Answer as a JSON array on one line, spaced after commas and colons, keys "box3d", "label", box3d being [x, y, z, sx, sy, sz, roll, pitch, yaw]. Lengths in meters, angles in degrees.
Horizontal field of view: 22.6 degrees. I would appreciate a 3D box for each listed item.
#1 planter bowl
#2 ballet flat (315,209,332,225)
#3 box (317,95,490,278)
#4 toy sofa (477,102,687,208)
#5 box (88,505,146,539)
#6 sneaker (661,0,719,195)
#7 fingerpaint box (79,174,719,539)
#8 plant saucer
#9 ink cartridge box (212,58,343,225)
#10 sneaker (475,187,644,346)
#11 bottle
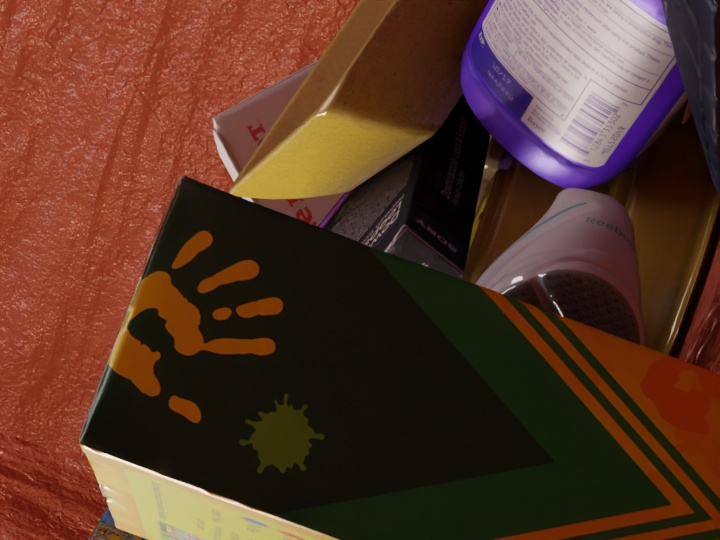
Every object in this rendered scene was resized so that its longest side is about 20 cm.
[{"box3d": [0.078, 0.014, 0.760, 0.200, 0.083, 0.202, -159, 90, -90], "label": "planter bowl"}, {"box3d": [-0.011, 0.017, 0.967, 0.200, 0.073, 0.073, -45, 13, 33], "label": "ballet flat"}, {"box3d": [0.000, 0.000, 0.795, 0.143, 0.036, 0.200, -50, 8, 25], "label": "box"}, {"box3d": [0.098, -0.042, 0.904, 0.200, 0.082, 0.098, 107, -177, -66], "label": "toy sofa"}, {"box3d": [-0.054, 0.191, 1.026, 0.193, 0.199, 0.123, -66, -2, -69], "label": "box"}, {"box3d": [0.134, -0.099, 0.534, 0.201, 0.082, 0.074, 85, 175, -48], "label": "sneaker"}, {"box3d": [0.016, 0.057, 0.506, 0.200, 0.166, 0.074, 108, -178, -76], "label": "fingerpaint box"}, {"box3d": [0.031, -0.115, 0.797, 0.201, 0.048, 0.200, -56, 8, -14], "label": "plant saucer"}, {"box3d": [0.029, -0.067, 1.089, 0.199, 0.146, 0.084, -29, -6, -7], "label": "ink cartridge box"}, {"box3d": [0.048, 0.053, 0.663, 0.201, 0.070, 0.080, -56, 7, 38], "label": "sneaker"}, {"box3d": [0.102, -0.112, 0.633, 0.065, 0.083, 0.200, -39, -13, -34], "label": "bottle"}]
